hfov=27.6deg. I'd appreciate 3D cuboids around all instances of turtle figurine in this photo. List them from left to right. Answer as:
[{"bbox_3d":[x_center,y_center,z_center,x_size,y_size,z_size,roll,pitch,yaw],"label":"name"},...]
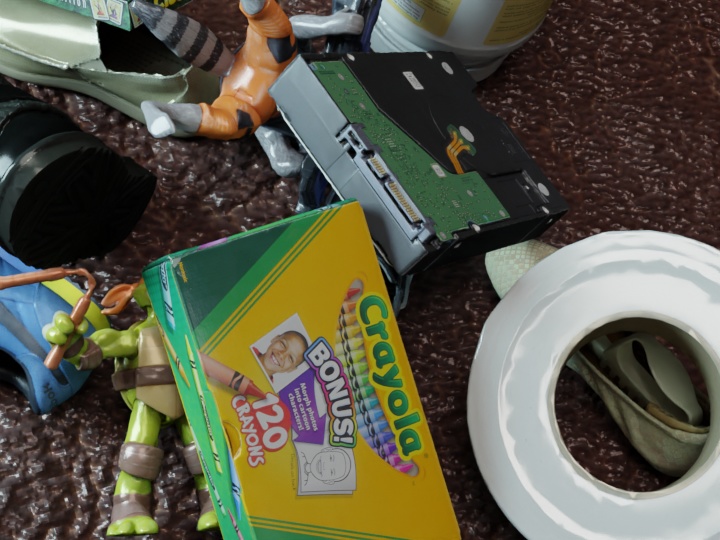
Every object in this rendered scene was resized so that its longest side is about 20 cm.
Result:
[{"bbox_3d":[-0.120,0.068,0.837,0.198,0.064,0.164,3,77,-34],"label":"turtle figurine"}]

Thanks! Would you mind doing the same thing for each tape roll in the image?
[{"bbox_3d":[0.162,0.082,0.863,0.199,0.071,0.206,-1,81,5],"label":"tape roll"}]

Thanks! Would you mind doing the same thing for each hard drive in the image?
[{"bbox_3d":[0.041,-0.072,0.907,0.140,0.038,0.199,54,28,12],"label":"hard drive"}]

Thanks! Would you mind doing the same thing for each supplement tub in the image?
[{"bbox_3d":[0.080,-0.237,0.997,0.143,0.201,0.147,9,55,-14],"label":"supplement tub"}]

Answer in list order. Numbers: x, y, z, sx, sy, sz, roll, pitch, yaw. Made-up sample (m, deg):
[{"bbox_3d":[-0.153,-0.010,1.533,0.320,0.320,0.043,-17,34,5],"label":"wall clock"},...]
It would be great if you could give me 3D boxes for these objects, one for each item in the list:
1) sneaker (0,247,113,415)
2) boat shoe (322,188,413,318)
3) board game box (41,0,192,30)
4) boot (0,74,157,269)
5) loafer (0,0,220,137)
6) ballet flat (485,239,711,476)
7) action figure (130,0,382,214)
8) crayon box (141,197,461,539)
[{"bbox_3d":[-0.244,0.011,0.858,0.199,0.066,0.079,32,61,6],"label":"sneaker"},{"bbox_3d":[0.000,0.000,0.922,0.071,0.068,0.202,18,58,-2],"label":"boat shoe"},{"bbox_3d":[-0.194,-0.208,0.967,0.198,0.024,0.105,21,40,26],"label":"board game box"},{"bbox_3d":[-0.215,-0.075,0.852,0.157,0.211,0.080,36,90,4],"label":"boot"},{"bbox_3d":[-0.180,-0.158,0.971,0.198,0.069,0.076,21,57,-1],"label":"loafer"},{"bbox_3d":[0.161,0.041,0.941,0.067,0.063,0.200,-33,72,-30],"label":"ballet flat"},{"bbox_3d":[-0.051,-0.148,0.938,0.104,0.193,0.203,20,91,24],"label":"action figure"},{"bbox_3d":[-0.032,0.075,0.809,0.118,0.058,0.203,-18,91,-26],"label":"crayon box"}]
